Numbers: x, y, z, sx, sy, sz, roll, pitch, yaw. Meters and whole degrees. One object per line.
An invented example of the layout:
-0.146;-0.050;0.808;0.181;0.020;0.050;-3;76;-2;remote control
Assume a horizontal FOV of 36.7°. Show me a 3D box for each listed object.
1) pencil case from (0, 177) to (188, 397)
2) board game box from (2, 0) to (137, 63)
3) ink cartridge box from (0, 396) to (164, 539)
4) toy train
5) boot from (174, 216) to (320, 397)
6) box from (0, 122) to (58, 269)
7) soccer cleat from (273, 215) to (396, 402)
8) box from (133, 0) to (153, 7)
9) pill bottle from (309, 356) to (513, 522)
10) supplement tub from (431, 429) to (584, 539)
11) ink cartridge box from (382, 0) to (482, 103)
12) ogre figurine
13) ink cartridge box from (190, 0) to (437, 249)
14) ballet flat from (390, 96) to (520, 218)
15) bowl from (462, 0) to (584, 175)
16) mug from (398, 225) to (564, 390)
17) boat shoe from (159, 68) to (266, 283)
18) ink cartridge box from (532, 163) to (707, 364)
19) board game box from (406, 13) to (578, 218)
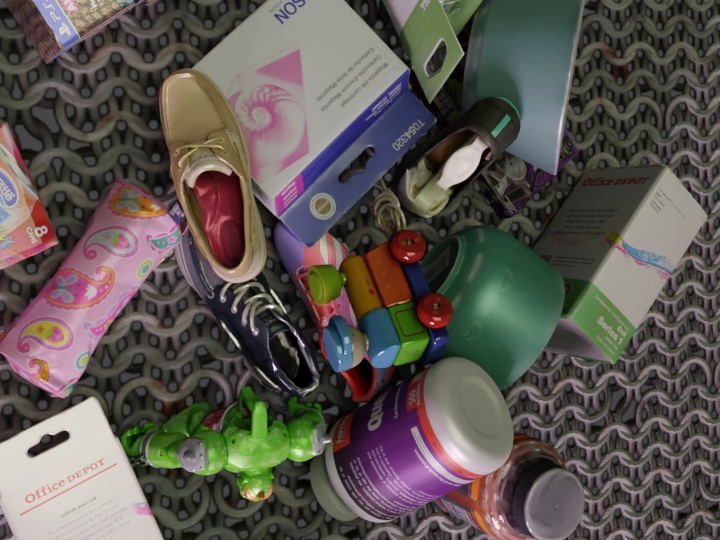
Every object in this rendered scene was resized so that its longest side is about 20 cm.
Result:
-0.239;0.015;0.978;0.087;0.087;0.201;40;75;-21;pencil case
-0.236;-0.308;0.957;0.199;0.097;0.160;-38;107;-19;board game box
-0.256;0.222;0.988;0.116;0.067;0.202;-25;103;-21;ink cartridge box
0.000;0.000;1.033;0.114;0.085;0.202;-11;62;-21;toy train
-0.103;0.030;1.037;0.073;0.090;0.201;-38;107;-18;boot
-0.315;-0.052;0.875;0.095;0.200;0.101;-25;102;-19;box
-0.027;0.038;1.077;0.201;0.066;0.077;59;34;-20;soccer cleat
-0.156;-0.347;0.914;0.158;0.046;0.202;-28;104;-21;box
0.043;0.171;1.050;0.112;0.199;0.114;31;41;-32;pill bottle
0.138;0.211;1.096;0.106;0.199;0.109;-3;96;-26;supplement tub
0.067;-0.281;1.061;0.059;0.104;0.202;-18;78;-22;ink cartridge box
-0.115;0.158;1.022;0.198;0.120;0.099;17;85;-24;ogre figurine
-0.051;-0.161;1.051;0.200;0.043;0.196;44;73;0;ink cartridge box
0.078;-0.097;1.059;0.068;0.200;0.069;39;49;-5;ballet flat
0.161;-0.203;1.085;0.103;0.201;0.204;9;88;11;bowl
0.107;0.045;1.103;0.114;0.152;0.186;34;79;-19;mug
-0.132;-0.088;0.972;0.073;0.069;0.202;-20;90;1;boat shoe
0.258;-0.010;1.173;0.084;0.144;0.201;42;75;-21;ink cartridge box
0.144;-0.172;1.179;0.120;0.032;0.201;-44;109;-21;board game box
